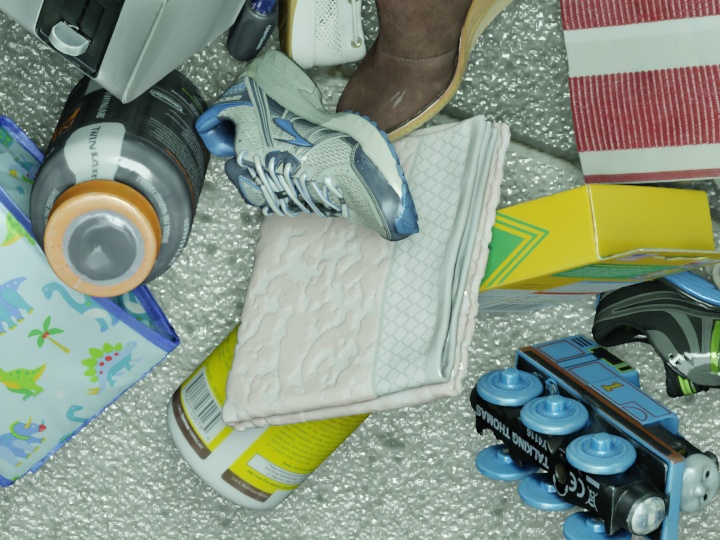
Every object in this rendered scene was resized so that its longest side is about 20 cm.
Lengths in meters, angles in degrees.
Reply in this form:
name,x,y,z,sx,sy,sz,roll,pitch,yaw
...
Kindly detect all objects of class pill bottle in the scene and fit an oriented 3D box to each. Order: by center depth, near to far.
name,x,y,z,sx,sy,sz,roll,pitch,yaw
pill bottle,-0.155,-0.056,1.611,0.105,0.200,0.107,1,115,2
pill bottle,-0.034,0.063,1.710,0.109,0.109,0.200,39,111,-14

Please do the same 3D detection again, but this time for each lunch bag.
name,x,y,z,sx,sy,sz,roll,pitch,yaw
lunch bag,-0.245,0.026,1.694,0.170,0.128,0.200,-39,98,18

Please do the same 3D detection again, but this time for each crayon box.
name,x,y,z,sx,sy,sz,roll,pitch,yaw
crayon box,0.138,-0.016,1.613,0.199,0.125,0.052,-15,79,43

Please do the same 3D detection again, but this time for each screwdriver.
name,x,y,z,sx,sy,sz,roll,pitch,yaw
screwdriver,-0.049,-0.188,1.583,0.029,0.028,0.200,5,155,-20

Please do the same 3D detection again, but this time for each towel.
name,x,y,z,sx,sy,sz,roll,pitch,yaw
towel,0.190,-0.157,1.576,0.143,0.023,0.202,-1,98,42
towel,0.000,0.000,1.608,0.190,0.201,0.032,-10,147,38

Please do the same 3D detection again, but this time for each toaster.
name,x,y,z,sx,sy,sz,roll,pitch,yaw
toaster,-0.155,-0.221,1.529,0.180,0.200,0.119,36,130,7

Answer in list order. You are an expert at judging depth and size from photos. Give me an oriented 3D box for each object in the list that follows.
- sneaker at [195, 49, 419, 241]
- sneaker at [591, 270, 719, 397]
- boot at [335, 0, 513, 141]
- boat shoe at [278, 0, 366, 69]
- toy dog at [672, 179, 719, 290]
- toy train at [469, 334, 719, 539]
name,x,y,z,sx,sy,sz,roll,pitch,yaw
sneaker,-0.036,-0.061,1.580,0.085,0.200,0.077,-33,131,-16
sneaker,0.243,0.057,1.671,0.199,0.071,0.083,23,79,29
boot,0.021,-0.188,1.577,0.200,0.072,0.166,-47,136,3
boat shoe,-0.014,-0.221,1.603,0.069,0.071,0.201,-2,129,-9
toy dog,0.280,-0.067,1.643,0.131,0.097,0.200,6,144,34
toy train,0.157,0.116,1.677,0.114,0.200,0.087,-14,119,-28
